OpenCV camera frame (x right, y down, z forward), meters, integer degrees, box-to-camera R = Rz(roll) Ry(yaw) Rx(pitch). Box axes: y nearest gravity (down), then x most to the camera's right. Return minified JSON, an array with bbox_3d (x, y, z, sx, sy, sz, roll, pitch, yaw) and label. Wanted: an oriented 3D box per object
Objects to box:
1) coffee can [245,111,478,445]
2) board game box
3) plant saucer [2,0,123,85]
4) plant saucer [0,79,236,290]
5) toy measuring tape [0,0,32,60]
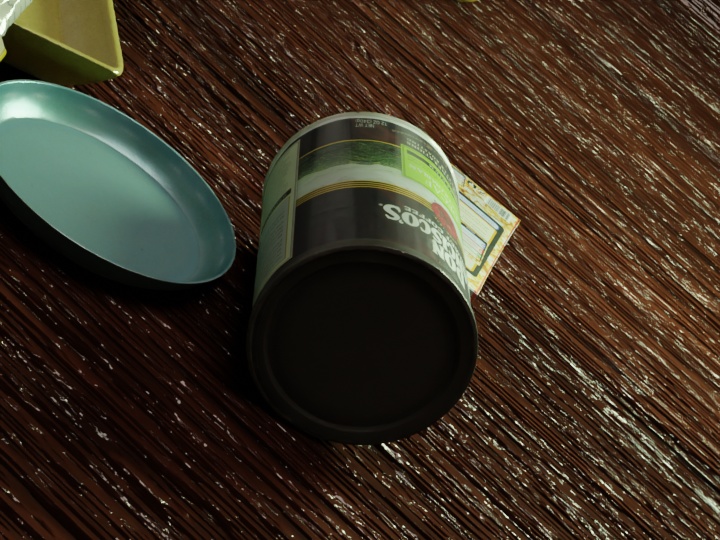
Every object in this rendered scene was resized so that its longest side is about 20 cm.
[{"bbox_3d":[0.000,0.000,1.135,0.146,0.147,0.200,31,25,-17],"label":"coffee can"},{"bbox_3d":[0.047,-0.045,1.400,0.151,0.046,0.200,39,24,1],"label":"board game box"},{"bbox_3d":[-0.279,-0.217,1.246,0.199,0.049,0.200,25,27,-28],"label":"plant saucer"},{"bbox_3d":[-0.174,-0.053,1.131,0.199,0.027,0.201,31,26,-17],"label":"plant saucer"},{"bbox_3d":[-0.269,-0.153,1.102,0.073,0.074,0.200,33,35,-10],"label":"toy measuring tape"}]
